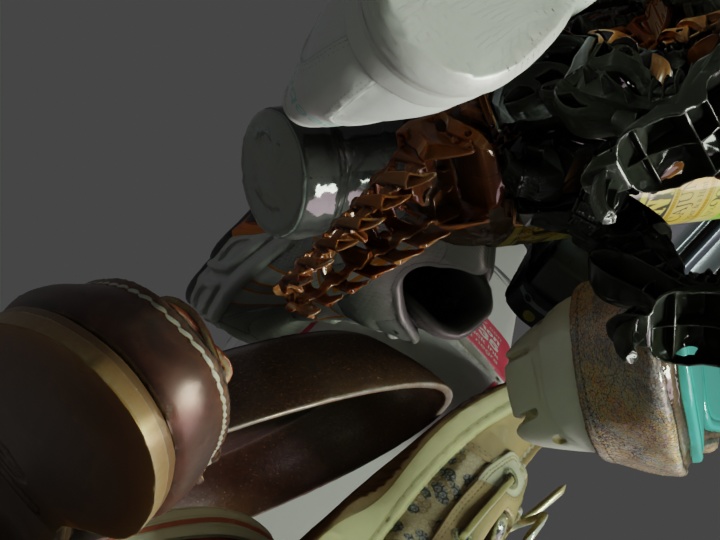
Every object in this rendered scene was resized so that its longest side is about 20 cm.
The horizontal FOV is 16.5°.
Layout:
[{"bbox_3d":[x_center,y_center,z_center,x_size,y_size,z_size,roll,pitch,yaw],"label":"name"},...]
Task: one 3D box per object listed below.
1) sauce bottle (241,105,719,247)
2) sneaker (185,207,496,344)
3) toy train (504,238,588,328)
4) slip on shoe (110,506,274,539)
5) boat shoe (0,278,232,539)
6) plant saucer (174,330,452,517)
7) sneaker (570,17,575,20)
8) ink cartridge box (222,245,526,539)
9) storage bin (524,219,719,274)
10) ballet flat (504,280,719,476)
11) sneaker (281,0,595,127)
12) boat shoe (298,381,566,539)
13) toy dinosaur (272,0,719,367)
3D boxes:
[{"bbox_3d":[0.056,-0.040,0.804,0.199,0.065,0.065,-9,156,-30],"label":"sauce bottle"},{"bbox_3d":[0.000,0.000,0.909,0.076,0.092,0.200,-45,177,-24],"label":"sneaker"},{"bbox_3d":[0.091,-0.029,0.914,0.046,0.034,0.200,-52,180,32],"label":"toy train"},{"bbox_3d":[-0.096,0.124,0.861,0.074,0.061,0.200,-31,165,30],"label":"slip on shoe"},{"bbox_3d":[-0.072,0.036,0.698,0.070,0.070,0.200,-36,-179,-23],"label":"boat shoe"},{"bbox_3d":[-0.065,0.067,0.891,0.200,0.035,0.200,-22,167,-5],"label":"plant saucer"},{"bbox_3d":[0.059,-0.073,0.931,0.079,0.075,0.200,-44,176,11],"label":"sneaker"},{"bbox_3d":[-0.004,0.040,1.107,0.147,0.083,0.200,-47,-174,17],"label":"ink cartridge box"},{"bbox_3d":[0.127,-0.086,1.212,0.200,0.146,0.134,-46,149,-4],"label":"storage bin"},{"bbox_3d":[0.084,0.039,0.816,0.067,0.068,0.200,-8,169,12],"label":"ballet flat"},{"bbox_3d":[0.052,-0.102,0.706,0.200,0.075,0.088,-35,-177,-34],"label":"sneaker"},{"bbox_3d":[0.019,0.105,0.919,0.200,0.063,0.073,-37,175,-47],"label":"boat shoe"},{"bbox_3d":[0.073,-0.034,0.720,0.200,0.102,0.136,-44,-143,-4],"label":"toy dinosaur"}]
